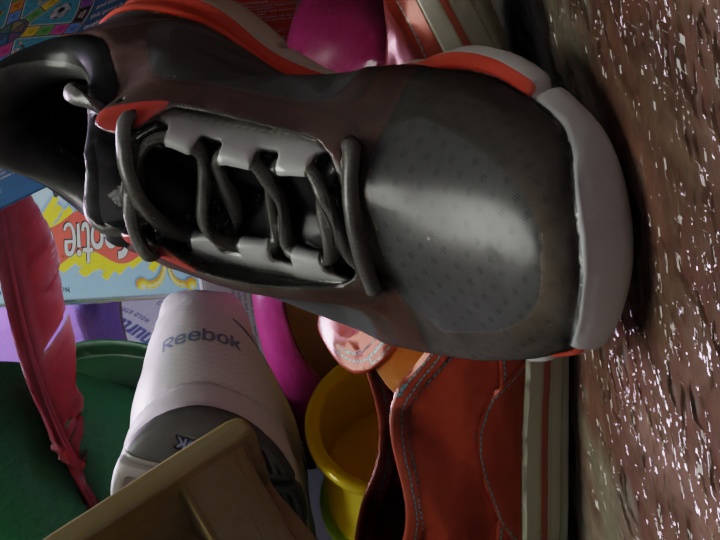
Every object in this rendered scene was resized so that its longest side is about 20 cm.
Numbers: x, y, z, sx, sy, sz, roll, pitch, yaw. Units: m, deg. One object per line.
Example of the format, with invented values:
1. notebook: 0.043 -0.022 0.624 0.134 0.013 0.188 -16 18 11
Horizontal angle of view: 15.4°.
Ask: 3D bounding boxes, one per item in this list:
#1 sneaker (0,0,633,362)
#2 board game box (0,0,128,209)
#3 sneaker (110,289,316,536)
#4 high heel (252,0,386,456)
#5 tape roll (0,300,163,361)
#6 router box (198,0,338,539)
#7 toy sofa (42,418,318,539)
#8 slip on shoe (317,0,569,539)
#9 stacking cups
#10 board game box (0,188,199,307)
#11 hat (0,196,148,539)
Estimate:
1. sneaker: -0.023 -0.016 0.635 0.200 0.082 0.077 17 115 46
2. board game box: -0.091 -0.107 0.830 0.047 0.151 0.200 42 134 18
3. sneaker: -0.039 0.089 0.883 0.201 0.074 0.087 91 180 -47
4. high heel: 0.000 0.000 0.825 0.096 0.067 0.201 -105 8 -62
5. tape roll: -0.086 0.069 1.229 0.200 0.066 0.200 43 -156 -24
6. router box: -0.023 0.014 0.986 0.180 0.049 0.201 -88 -8 -63
7. toy sofa: -0.007 0.144 0.720 0.200 0.083 0.098 46 160 36
8. slip on shoe: 0.019 0.005 0.699 0.074 0.061 0.201 -107 11 -58
9. stacking cups: 0.016 0.111 0.884 0.201 0.060 0.061 87 170 -48
10. board game box: -0.093 -0.088 1.100 0.103 0.104 0.201 -2 -92 -68
11. hat: -0.148 0.068 0.980 0.176 0.165 0.201 42 -144 -57
